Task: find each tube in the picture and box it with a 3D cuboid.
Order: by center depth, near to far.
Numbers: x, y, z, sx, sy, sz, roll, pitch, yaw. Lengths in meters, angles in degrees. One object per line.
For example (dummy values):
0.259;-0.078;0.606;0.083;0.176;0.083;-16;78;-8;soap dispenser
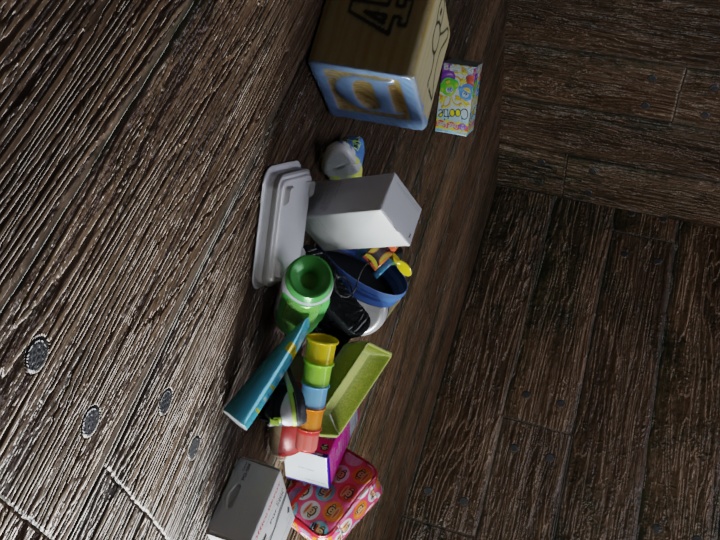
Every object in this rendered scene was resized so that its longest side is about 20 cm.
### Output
-0.145;0.164;1.397;0.201;0.050;0.078;-53;177;-17;tube

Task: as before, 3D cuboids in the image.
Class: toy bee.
0.044;-0.030;1.570;0.109;0.130;0.202;-41;-157;41;toy bee

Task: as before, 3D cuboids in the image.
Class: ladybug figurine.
-0.122;0.267;1.643;0.136;0.070;0.205;9;93;-76;ladybug figurine

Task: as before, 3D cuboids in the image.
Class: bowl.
0.000;0.000;1.677;0.040;0.199;0.200;-57;173;22;bowl

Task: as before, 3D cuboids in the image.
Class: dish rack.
-0.123;-0.075;1.429;0.171;0.043;0.205;-35;136;-71;dish rack

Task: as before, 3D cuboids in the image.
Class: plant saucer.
-0.032;0.217;1.616;0.202;0.047;0.200;-56;161;-1;plant saucer

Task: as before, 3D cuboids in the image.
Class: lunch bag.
-0.069;0.470;1.807;0.200;0.174;0.083;-44;139;-28;lunch bag

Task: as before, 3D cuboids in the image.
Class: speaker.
-0.098;0.047;1.439;0.201;0.087;0.090;116;-7;-65;speaker

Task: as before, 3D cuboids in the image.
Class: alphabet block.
0.039;-0.392;1.502;0.196;0.192;0.204;63;42;-70;alphabet block

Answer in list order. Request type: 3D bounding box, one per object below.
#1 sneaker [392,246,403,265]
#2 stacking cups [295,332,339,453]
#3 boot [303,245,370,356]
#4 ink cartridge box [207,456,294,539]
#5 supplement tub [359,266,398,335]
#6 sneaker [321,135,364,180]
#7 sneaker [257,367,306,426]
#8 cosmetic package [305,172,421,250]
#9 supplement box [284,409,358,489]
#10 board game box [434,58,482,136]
0.018;-0.082;1.685;0.084;0.199;0.077;-45;-153;13;sneaker
-0.084;0.213;1.481;0.060;0.059;0.205;-26;129;-72;stacking cups
-0.081;0.065;1.608;0.076;0.201;0.168;-41;-178;-32;boot
-0.189;0.449;1.510;0.202;0.081;0.149;84;24;-51;ink cartridge box
0.015;0.041;1.848;0.200;0.141;0.148;-45;145;-63;supplement tub
-0.031;-0.224;1.634;0.200;0.074;0.108;79;14;-72;sneaker
-0.150;0.211;1.457;0.200;0.081;0.074;-148;-130;-70;sneaker
-0.005;-0.099;1.507;0.108;0.197;0.086;49;51;-41;cosmetic package
-0.080;0.340;1.807;0.201;0.099;0.105;-63;158;-48;supplement box
0.292;-0.517;2.545;0.103;0.103;0.205;-46;144;-62;board game box
